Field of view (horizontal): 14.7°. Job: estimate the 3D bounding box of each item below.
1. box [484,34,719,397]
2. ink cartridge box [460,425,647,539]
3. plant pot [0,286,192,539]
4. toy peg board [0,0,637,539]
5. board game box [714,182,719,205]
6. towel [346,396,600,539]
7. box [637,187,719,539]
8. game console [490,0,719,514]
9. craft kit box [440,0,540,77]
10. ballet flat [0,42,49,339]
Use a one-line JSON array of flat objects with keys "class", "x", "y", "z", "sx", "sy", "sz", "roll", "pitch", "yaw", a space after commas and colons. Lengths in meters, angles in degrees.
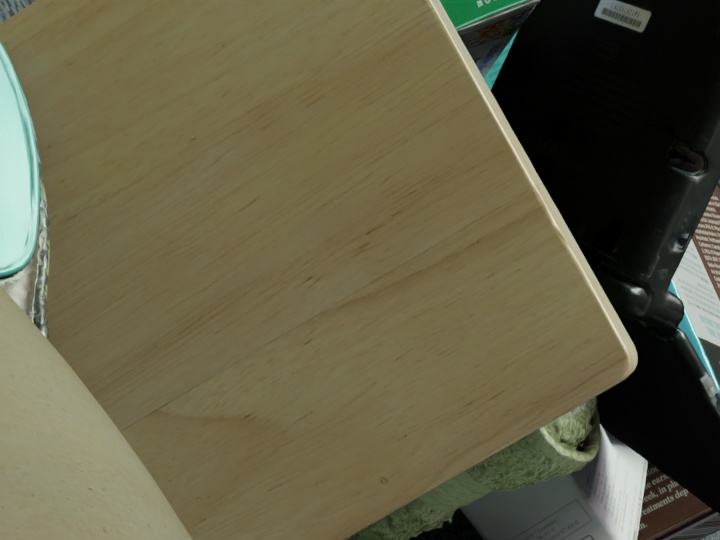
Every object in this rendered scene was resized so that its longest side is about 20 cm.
[{"class": "box", "x": 0.107, "y": -0.023, "z": 1.217, "sx": 0.082, "sy": 0.049, "sz": 0.201, "roll": 21, "pitch": 45, "yaw": -66}, {"class": "ink cartridge box", "x": 0.041, "y": 0.032, "z": 1.150, "sx": 0.200, "sy": 0.050, "sz": 0.109, "roll": 52, "pitch": 21, "yaw": -12}, {"class": "plant pot", "x": -0.138, "y": 0.065, "z": 0.716, "sx": 0.187, "sy": 0.187, "sz": 0.200, "roll": 32, "pitch": 23, "yaw": -43}, {"class": "toy peg board", "x": -0.036, "y": -0.009, "z": 0.939, "sx": 0.200, "sy": 0.199, "sz": 0.098, "roll": 60, "pitch": 11, "yaw": 2}, {"class": "board game box", "x": 0.176, "y": -0.058, "z": 1.337, "sx": 0.047, "sy": 0.199, "sz": 0.152, "roll": 6, "pitch": 58, "yaw": -58}, {"class": "towel", "x": 0.000, "y": 0.000, "z": 1.033, "sx": 0.036, "sy": 0.148, "sz": 0.201, "roll": -16, "pitch": 81, "yaw": -48}, {"class": "box", "x": 0.131, "y": 0.024, "z": 1.290, "sx": 0.075, "sy": 0.100, "sz": 0.201, "roll": 5, "pitch": 60, "yaw": -60}, {"class": "game console", "x": 0.118, "y": -0.015, "z": 1.050, "sx": 0.116, "sy": 0.177, "sz": 0.200, "roll": 23, "pitch": 4, "yaw": -21}, {"class": "craft kit box", "x": 0.002, "y": -0.170, "z": 1.128, "sx": 0.198, "sy": 0.048, "sz": 0.201, "roll": 113, "pitch": -46, "yaw": -82}, {"class": "ballet flat", "x": -0.132, "y": 0.017, "z": 0.869, "sx": 0.074, "sy": 0.074, "sz": 0.201, "roll": 22, "pitch": 53, "yaw": -51}]
